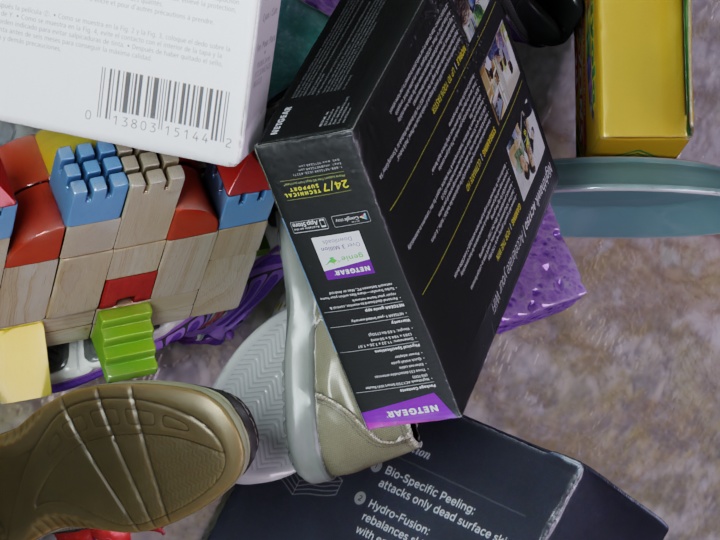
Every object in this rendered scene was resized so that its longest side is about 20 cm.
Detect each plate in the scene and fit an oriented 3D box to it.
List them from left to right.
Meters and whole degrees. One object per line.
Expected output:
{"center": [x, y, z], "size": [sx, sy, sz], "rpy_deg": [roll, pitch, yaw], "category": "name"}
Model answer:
{"center": [0.135, -0.041, 1.508], "size": [0.200, 0.200, 0.026], "rpy_deg": [9, 80, -50], "category": "plate"}

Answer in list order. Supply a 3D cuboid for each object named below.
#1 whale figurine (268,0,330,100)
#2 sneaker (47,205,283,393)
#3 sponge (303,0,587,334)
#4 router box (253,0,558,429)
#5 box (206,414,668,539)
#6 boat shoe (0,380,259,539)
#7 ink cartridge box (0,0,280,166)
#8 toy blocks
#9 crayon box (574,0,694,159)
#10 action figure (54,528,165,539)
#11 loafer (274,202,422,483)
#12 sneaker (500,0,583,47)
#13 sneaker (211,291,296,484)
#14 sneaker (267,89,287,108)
{"center": [-0.080, -0.150, 1.218], "size": [0.159, 0.104, 0.200], "rpy_deg": [-28, 112, 6], "category": "whale figurine"}
{"center": [-0.090, 0.015, 1.361], "size": [0.200, 0.081, 0.084], "rpy_deg": [-29, 140, -34], "category": "sneaker"}
{"center": [0.030, -0.059, 1.388], "size": [0.111, 0.030, 0.201], "rpy_deg": [-17, 80, -30], "category": "sponge"}
{"center": [0.026, -0.048, 1.237], "size": [0.200, 0.051, 0.150], "rpy_deg": [-63, 138, -52], "category": "router box"}
{"center": [0.025, 0.174, 1.469], "size": [0.117, 0.196, 0.201], "rpy_deg": [35, 80, -51], "category": "box"}
{"center": [-0.122, 0.086, 1.282], "size": [0.065, 0.199, 0.074], "rpy_deg": [-28, 101, -54], "category": "boat shoe"}
{"center": [-0.129, -0.148, 1.141], "size": [0.045, 0.199, 0.177], "rpy_deg": [-50, 150, -69], "category": "ink cartridge box"}
{"center": [-0.119, -0.026, 1.234], "size": [0.199, 0.100, 0.137], "rpy_deg": [-11, 151, -22], "category": "toy blocks"}
{"center": [0.145, -0.121, 1.471], "size": [0.200, 0.051, 0.128], "rpy_deg": [92, -2, -83], "category": "crayon box"}
{"center": [-0.134, 0.181, 1.395], "size": [0.099, 0.065, 0.201], "rpy_deg": [18, 94, -43], "category": "action figure"}
{"center": [0.000, 0.000, 1.314], "size": [0.075, 0.069, 0.201], "rpy_deg": [-10, 98, -80], "category": "loafer"}
{"center": [0.076, -0.206, 1.433], "size": [0.076, 0.087, 0.201], "rpy_deg": [-42, 135, -28], "category": "sneaker"}
{"center": [-0.023, 0.047, 1.414], "size": [0.200, 0.074, 0.116], "rpy_deg": [-47, -179, -29], "category": "sneaker"}
{"center": [-0.078, -0.174, 1.306], "size": [0.066, 0.079, 0.201], "rpy_deg": [-18, 114, 6], "category": "sneaker"}
